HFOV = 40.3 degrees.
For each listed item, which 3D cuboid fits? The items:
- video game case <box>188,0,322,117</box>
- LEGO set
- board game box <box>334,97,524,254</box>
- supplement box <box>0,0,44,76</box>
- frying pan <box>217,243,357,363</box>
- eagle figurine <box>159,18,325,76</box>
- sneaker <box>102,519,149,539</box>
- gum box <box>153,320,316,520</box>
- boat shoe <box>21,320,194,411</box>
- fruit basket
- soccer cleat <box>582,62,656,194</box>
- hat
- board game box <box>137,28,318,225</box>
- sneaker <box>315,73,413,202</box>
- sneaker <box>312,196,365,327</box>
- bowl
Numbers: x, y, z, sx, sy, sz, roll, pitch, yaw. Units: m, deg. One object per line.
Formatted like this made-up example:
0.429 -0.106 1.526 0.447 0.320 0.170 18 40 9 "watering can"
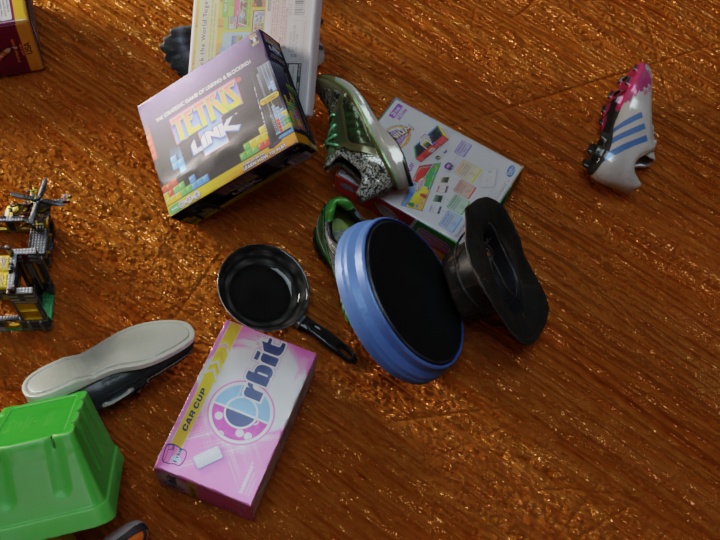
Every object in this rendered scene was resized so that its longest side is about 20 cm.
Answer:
-0.137 -0.299 1.262 0.181 0.023 0.201 5 91 23 "video game case"
-0.429 -0.018 1.148 0.153 0.116 0.201 5 62 -1 "LEGO set"
0.090 -0.120 1.280 0.200 0.040 0.153 31 65 12 "board game box"
-0.541 -0.331 1.315 0.199 0.103 0.131 -12 64 -11 "supplement box"
-0.084 0.036 1.192 0.189 0.031 0.115 21 59 -11 "frying pan"
-0.155 -0.340 1.351 0.199 0.152 0.152 -4 14 27 "eagle figurine"
-0.264 0.358 0.994 0.112 0.078 0.200 39 72 8 "sneaker"
-0.134 0.161 1.101 0.113 0.066 0.201 21 62 5 "gum box"
-0.281 0.117 1.122 0.199 0.061 0.076 -18 37 -11 "boat shoe"
-0.319 0.247 0.998 0.155 0.216 0.216 -12 63 -9 "fruit basket"
0.367 -0.189 1.328 0.086 0.070 0.201 30 65 -6 "soccer cleat"
0.147 0.012 1.172 0.081 0.200 0.201 -25 60 27 "hat"
-0.168 -0.176 1.219 0.199 0.057 0.166 -28 71 20 "board game box"
-0.019 -0.167 1.238 0.088 0.077 0.200 -32 66 -10 "sneaker"
0.000 0.000 1.186 0.078 0.085 0.200 -27 68 -17 "sneaker"
0.050 0.030 1.124 0.039 0.200 0.201 -28 58 31 "bowl"
